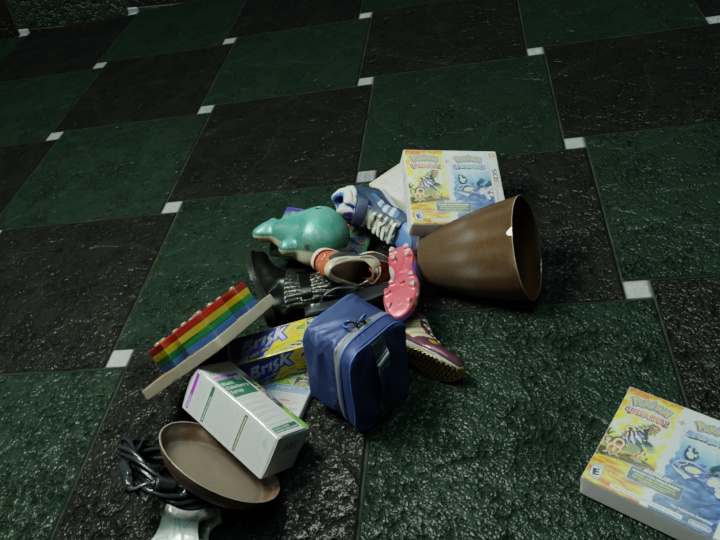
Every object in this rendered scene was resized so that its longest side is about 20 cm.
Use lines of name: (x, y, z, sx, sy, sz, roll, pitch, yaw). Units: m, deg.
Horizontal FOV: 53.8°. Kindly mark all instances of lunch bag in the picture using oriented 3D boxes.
lunch bag: (0.002, 0.144, 1.130, 0.132, 0.202, 0.135, 28, 50, 35)

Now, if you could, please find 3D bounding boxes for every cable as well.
cable: (-0.289, 0.301, 1.080, 0.162, 0.051, 0.199, 16, 0, -27)

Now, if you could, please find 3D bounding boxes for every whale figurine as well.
whale figurine: (-0.116, -0.082, 1.405, 0.198, 0.105, 0.159, 15, 27, 24)

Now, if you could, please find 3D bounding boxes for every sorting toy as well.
sorting toy: (-0.273, 0.109, 1.228, 0.198, 0.070, 0.200, -34, 6, 26)

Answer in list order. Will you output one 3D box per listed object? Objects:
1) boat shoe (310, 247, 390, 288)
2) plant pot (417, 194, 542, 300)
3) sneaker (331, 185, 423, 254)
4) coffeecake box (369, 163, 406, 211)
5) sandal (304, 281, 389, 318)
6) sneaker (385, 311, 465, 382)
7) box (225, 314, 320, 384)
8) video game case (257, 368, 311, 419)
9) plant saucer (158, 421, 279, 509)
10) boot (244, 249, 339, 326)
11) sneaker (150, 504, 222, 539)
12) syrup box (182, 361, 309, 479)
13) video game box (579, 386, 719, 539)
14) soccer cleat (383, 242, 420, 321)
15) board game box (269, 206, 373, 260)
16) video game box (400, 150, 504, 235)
boat shoe: (0.000, 0.000, 1.338, 0.198, 0.072, 0.062, 10, 12, -40)
plant pot: (0.212, -0.027, 1.306, 0.198, 0.188, 0.188, -9, 38, 28)
sneaker: (0.021, -0.099, 1.445, 0.145, 0.081, 0.201, -6, 45, -36)
coffeecake box: (0.142, -0.164, 1.541, 0.153, 0.074, 0.199, -35, 44, -23)
sandal: (-0.022, 0.051, 1.319, 0.198, 0.076, 0.043, -15, 73, -33)
sneaker: (0.107, 0.118, 1.227, 0.199, 0.075, 0.090, 22, 56, 33)
box: (-0.134, 0.142, 1.251, 0.198, 0.065, 0.070, -16, 40, -1)
video game case: (-0.148, 0.202, 1.249, 0.141, 0.018, 0.201, 4, 44, 21)
plant saucer: (-0.215, 0.295, 1.062, 0.200, 0.199, 0.032, 36, 99, 42)
boot: (-0.136, 0.015, 1.413, 0.156, 0.080, 0.212, -22, 45, -6)
sneaker: (-0.267, 0.407, 1.008, 0.079, 0.071, 0.201, 6, 44, 19)
syrup box: (-0.186, 0.232, 1.131, 0.199, 0.082, 0.078, 34, 19, 29)
video game box: (0.434, 0.271, 0.980, 0.198, 0.047, 0.182, 19, 48, 33)
soccer cleat: (0.080, 0.032, 1.282, 0.066, 0.077, 0.201, -15, 35, 13)
board game box: (-0.078, -0.067, 1.495, 0.197, 0.029, 0.135, 10, 45, 7)
video game box: (0.187, -0.157, 1.424, 0.197, 0.047, 0.184, 0, 58, -7)
